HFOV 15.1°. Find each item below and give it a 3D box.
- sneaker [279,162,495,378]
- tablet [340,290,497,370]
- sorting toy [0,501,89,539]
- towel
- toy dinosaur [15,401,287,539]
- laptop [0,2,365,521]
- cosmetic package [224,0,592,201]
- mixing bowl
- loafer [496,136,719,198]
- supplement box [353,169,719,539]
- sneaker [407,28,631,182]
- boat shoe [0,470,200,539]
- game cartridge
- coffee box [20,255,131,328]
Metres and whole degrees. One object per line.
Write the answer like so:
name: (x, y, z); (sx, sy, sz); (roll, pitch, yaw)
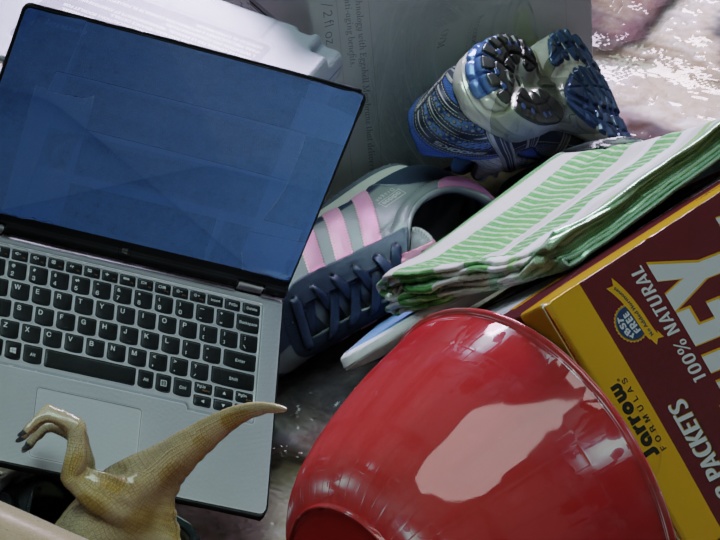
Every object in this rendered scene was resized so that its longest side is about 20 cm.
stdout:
sneaker: (0.000, 0.000, 1.521); (0.082, 0.070, 0.200); (8, 39, 42)
tablet: (0.085, -0.006, 1.461); (0.199, 0.014, 0.130); (-30, 2, 14)
sorting toy: (-0.211, 0.194, 1.246); (0.184, 0.036, 0.201); (24, 67, -5)
towel: (0.103, -0.032, 1.375); (0.152, 0.023, 0.200); (-35, 8, -24)
toy dinosaur: (-0.124, 0.110, 1.321); (0.101, 0.200, 0.058); (41, 11, 3)
laptop: (-0.109, -0.001, 1.370); (0.186, 0.116, 0.201); (13, 63, -19)
cosmetic package: (0.029, -0.173, 1.640); (0.199, 0.200, 0.123); (-24, 42, -22)
mixing bowl: (0.037, 0.128, 1.226); (0.108, 0.201, 0.200); (-24, 41, -34)
loafer: (0.179, -0.046, 1.587); (0.199, 0.073, 0.072); (-8, -1, 7)
supplement box: (0.142, 0.050, 1.324); (0.197, 0.133, 0.200); (-31, 2, -29)
sneaker: (0.090, -0.093, 1.595); (0.085, 0.200, 0.077); (-30, 73, 26)
boat shoe: (-0.160, 0.132, 1.392); (0.199, 0.061, 0.076); (14, 41, 22)
game cartridge: (-0.127, -0.112, 1.517); (0.199, 0.041, 0.133); (21, 41, 19)
coffee box: (-0.128, 0.004, 1.508); (0.080, 0.115, 0.200); (29, 50, 33)
